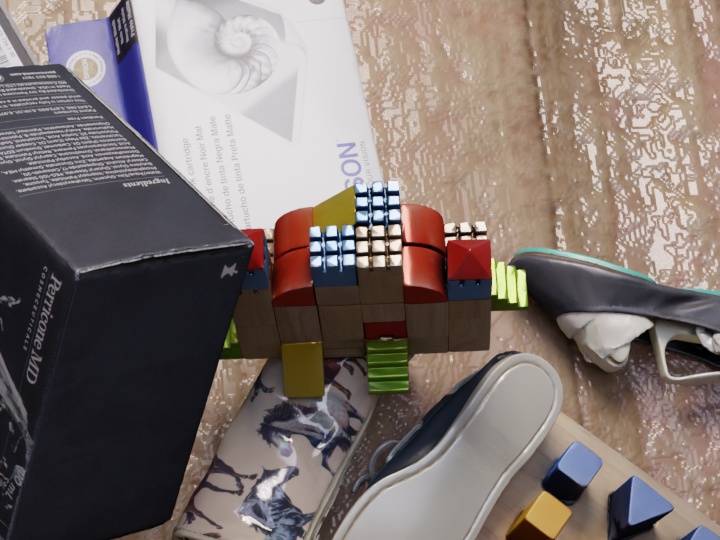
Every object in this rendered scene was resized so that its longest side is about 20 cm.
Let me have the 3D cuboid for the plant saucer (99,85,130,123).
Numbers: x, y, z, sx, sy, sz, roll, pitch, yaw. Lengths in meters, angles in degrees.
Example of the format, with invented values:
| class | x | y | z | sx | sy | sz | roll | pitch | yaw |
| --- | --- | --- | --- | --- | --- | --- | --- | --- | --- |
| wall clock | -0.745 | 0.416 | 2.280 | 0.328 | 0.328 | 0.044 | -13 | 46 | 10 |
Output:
| class | x | y | z | sx | sy | sz | roll | pitch | yaw |
| --- | --- | --- | --- | --- | --- | --- | --- | --- | --- |
| plant saucer | -0.124 | -0.048 | 1.172 | 0.199 | 0.031 | 0.201 | 3 | 69 | -7 |

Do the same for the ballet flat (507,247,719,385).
| class | x | y | z | sx | sy | sz | roll | pitch | yaw |
| --- | --- | --- | --- | --- | --- | --- | --- | --- | --- |
| ballet flat | 0.190 | 0.037 | 1.165 | 0.199 | 0.073 | 0.073 | 12 | 69 | -6 |

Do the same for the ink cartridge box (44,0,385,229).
| class | x | y | z | sx | sy | sz | roll | pitch | yaw |
| --- | --- | --- | --- | --- | --- | --- | --- | --- | --- |
| ink cartridge box | -0.093 | -0.092 | 1.155 | 0.199 | 0.041 | 0.201 | -9 | 72 | -11 |

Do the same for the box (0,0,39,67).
| class | x | y | z | sx | sy | sz | roll | pitch | yaw |
| --- | --- | --- | --- | --- | --- | --- | --- | --- | --- |
| box | -0.289 | -0.137 | 1.126 | 0.132 | 0.115 | 0.201 | -26 | 68 | -16 |

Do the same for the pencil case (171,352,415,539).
| class | x | y | z | sx | sy | sz | roll | pitch | yaw |
| --- | --- | --- | --- | --- | --- | --- | --- | --- | --- |
| pencil case | -0.032 | 0.100 | 1.104 | 0.089 | 0.078 | 0.201 | 25 | 68 | 11 |

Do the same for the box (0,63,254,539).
| class | x | y | z | sx | sy | sz | roll | pitch | yaw |
| --- | --- | --- | --- | --- | --- | --- | --- | --- | --- |
| box | -0.182 | 0.020 | 1.004 | 0.124 | 0.201 | 0.196 | -12 | 41 | -43 |

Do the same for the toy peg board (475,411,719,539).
| class | x | y | z | sx | sy | sz | roll | pitch | yaw |
| --- | --- | --- | --- | --- | --- | --- | --- | --- | --- |
| toy peg board | 0.152 | 0.209 | 1.081 | 0.200 | 0.098 | 0.199 | 36 | 70 | 5 |

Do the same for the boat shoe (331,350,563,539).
| class | x | y | z | sx | sy | sz | roll | pitch | yaw |
| --- | --- | --- | --- | --- | --- | --- | --- | --- | --- |
| boat shoe | 0.045 | 0.130 | 1.112 | 0.075 | 0.062 | 0.200 | 40 | 78 | -9 |

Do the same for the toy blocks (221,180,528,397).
| class | x | y | z | sx | sy | sz | roll | pitch | yaw |
| --- | --- | --- | --- | --- | --- | --- | --- | --- | --- |
| toy blocks | 0.000 | 0.000 | 1.031 | 0.199 | 0.137 | 0.101 | -2 | 64 | 2 |
